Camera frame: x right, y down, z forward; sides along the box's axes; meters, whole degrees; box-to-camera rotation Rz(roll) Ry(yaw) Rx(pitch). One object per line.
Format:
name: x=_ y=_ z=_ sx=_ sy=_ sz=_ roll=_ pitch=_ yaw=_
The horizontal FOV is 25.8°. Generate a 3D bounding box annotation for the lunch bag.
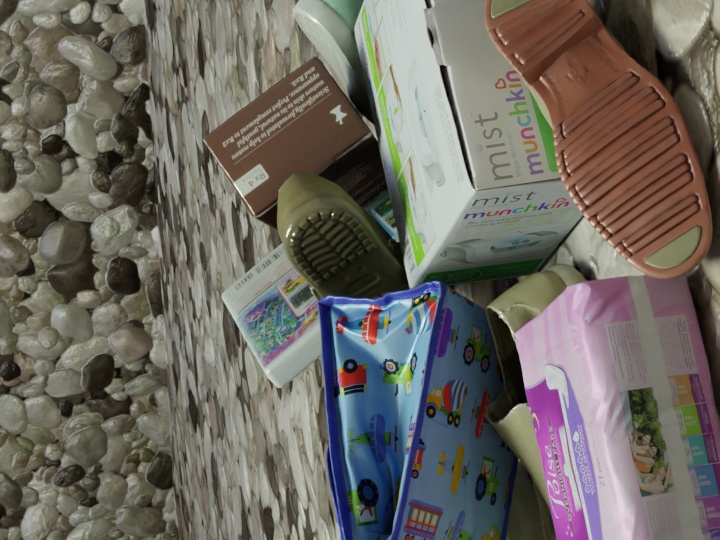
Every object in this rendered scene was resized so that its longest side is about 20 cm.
lunch bag: x=0.045 y=0.126 z=1.003 sx=0.150 sy=0.094 sz=0.201 roll=30 pitch=-124 yaw=-56

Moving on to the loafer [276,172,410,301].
loafer: x=0.000 y=0.000 z=1.078 sx=0.200 sy=0.076 sz=0.068 roll=62 pitch=-174 yaw=-49

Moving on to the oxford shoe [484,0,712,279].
oxford shoe: x=0.138 y=-0.078 z=0.846 sx=0.074 sy=0.071 sz=0.201 roll=32 pitch=-149 yaw=-59

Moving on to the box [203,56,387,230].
box: x=-0.038 y=-0.082 z=1.152 sx=0.075 sy=0.100 sz=0.200 roll=55 pitch=-177 yaw=7

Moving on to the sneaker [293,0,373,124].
sneaker: x=0.040 y=-0.170 z=1.177 sx=0.074 sy=0.118 sz=0.201 roll=37 pitch=171 yaw=38

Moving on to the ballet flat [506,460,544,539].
ballet flat: x=0.112 y=0.219 z=1.058 sx=0.070 sy=0.069 sz=0.201 roll=98 pitch=160 yaw=-46

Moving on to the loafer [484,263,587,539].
loafer: x=0.115 y=0.099 z=0.977 sx=0.076 sy=0.068 sz=0.201 roll=167 pitch=96 yaw=-76

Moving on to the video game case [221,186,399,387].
video game case: x=-0.011 y=-0.009 z=1.216 sx=0.024 sy=0.200 sz=0.182 roll=51 pitch=179 yaw=-24

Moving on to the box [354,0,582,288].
box: x=0.069 y=-0.113 z=0.998 sx=0.177 sy=0.096 sz=0.201 roll=118 pitch=143 yaw=-66

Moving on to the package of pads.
package of pads: x=0.146 y=0.110 z=0.841 sx=0.121 sy=0.075 sz=0.201 roll=126 pitch=136 yaw=-68
